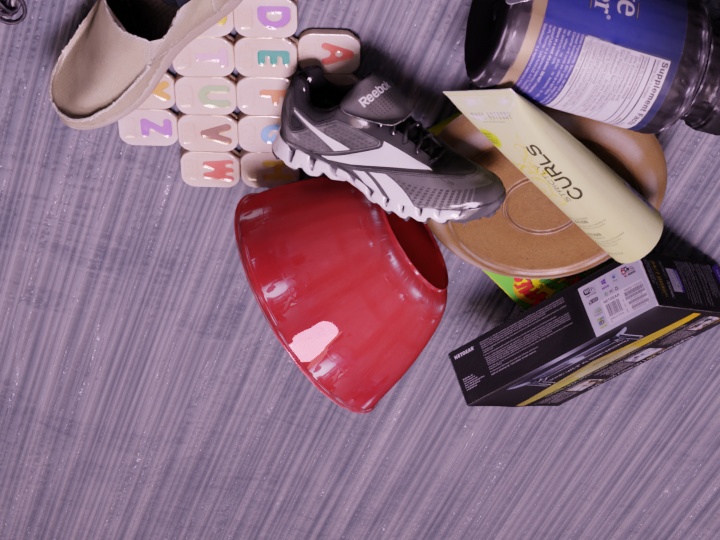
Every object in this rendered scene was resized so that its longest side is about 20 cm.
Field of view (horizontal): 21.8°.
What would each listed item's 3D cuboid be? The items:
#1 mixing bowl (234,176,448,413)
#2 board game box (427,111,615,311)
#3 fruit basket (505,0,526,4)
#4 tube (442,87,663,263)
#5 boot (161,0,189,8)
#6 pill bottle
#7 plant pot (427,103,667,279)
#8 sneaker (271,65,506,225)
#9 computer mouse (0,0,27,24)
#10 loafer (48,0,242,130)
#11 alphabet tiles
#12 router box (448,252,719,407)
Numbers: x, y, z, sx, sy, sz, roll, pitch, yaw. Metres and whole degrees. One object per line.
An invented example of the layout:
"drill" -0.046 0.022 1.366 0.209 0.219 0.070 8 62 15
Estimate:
"mixing bowl" 0.000 0.000 1.486 0.108 0.201 0.200 -31 129 19
"board game box" 0.127 -0.049 1.530 0.101 0.048 0.200 -27 130 27
"fruit basket" 0.183 -0.242 1.208 0.183 0.201 0.094 -11 135 12
"tube" 0.147 -0.077 1.389 0.058 0.052 0.200 -34 126 24
"boot" -0.068 -0.230 1.270 0.168 0.076 0.201 -36 126 -4
"pill bottle" 0.183 -0.164 1.357 0.198 0.113 0.112 14 136 -14
"plant pot" 0.142 -0.058 1.465 0.198 0.028 0.201 1 137 1
"sneaker" 0.019 -0.099 1.406 0.199 0.066 0.091 22 130 24
"computer mouse" -0.213 -0.267 1.307 0.199 0.046 0.141 -22 127 22
"loafer" -0.168 -0.178 1.368 0.200 0.076 0.068 -41 159 26
"alphabet tiles" -0.097 -0.139 1.463 0.193 0.015 0.201 1 137 0
"router box" 0.198 0.054 1.585 0.199 0.053 0.157 -30 160 29
